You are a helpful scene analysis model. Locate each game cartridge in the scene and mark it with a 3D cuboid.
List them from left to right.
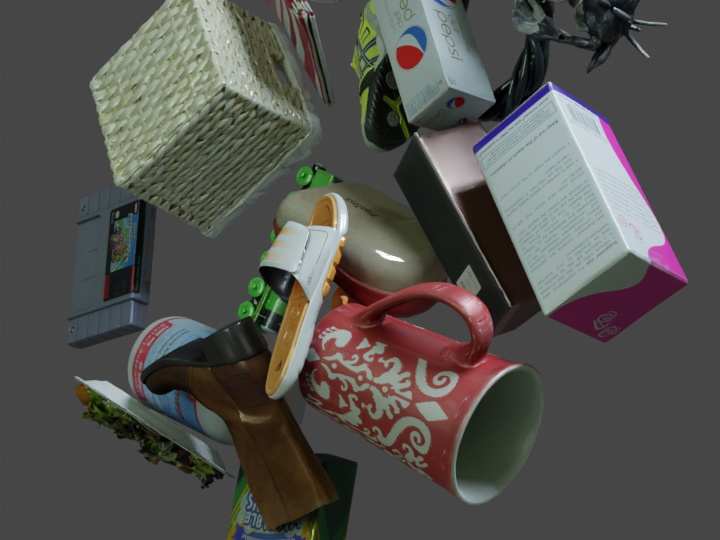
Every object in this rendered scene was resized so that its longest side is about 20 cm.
[{"bbox_3d":[-0.307,-0.013,1.875,0.129,0.038,0.201,-20,60,42],"label":"game cartridge"}]

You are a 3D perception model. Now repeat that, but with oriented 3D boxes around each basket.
[{"bbox_3d":[-0.178,-0.186,1.734,0.200,0.161,0.199,-39,49,23],"label":"basket"}]

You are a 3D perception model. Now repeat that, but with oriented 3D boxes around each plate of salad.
[{"bbox_3d":[-0.221,0.173,1.595,0.200,0.200,0.048,22,76,46],"label":"plate of salad"}]

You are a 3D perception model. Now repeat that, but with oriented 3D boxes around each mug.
[{"bbox_3d":[0.058,0.093,1.387,0.199,0.133,0.178,23,96,37],"label":"mug"}]

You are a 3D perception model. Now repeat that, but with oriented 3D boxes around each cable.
[{"bbox_3d":[0.125,-0.236,1.534,0.163,0.051,0.201,-24,59,35],"label":"cable"}]

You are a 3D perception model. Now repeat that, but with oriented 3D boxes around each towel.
[{"bbox_3d":[-0.081,-0.294,1.710,0.023,0.144,0.201,-22,51,-5],"label":"towel"}]

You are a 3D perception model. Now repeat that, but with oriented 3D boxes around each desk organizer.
[{"bbox_3d":[0.116,-0.040,1.450,0.201,0.077,0.072,63,152,22],"label":"desk organizer"}]

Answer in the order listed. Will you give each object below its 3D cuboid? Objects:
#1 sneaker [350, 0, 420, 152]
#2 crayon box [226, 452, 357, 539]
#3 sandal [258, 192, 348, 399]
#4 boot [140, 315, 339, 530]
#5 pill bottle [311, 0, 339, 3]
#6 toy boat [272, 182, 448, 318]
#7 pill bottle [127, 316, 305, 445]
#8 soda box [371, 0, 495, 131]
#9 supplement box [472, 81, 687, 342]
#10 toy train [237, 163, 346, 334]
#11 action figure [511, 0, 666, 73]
[{"bbox_3d":[0.029,-0.210,1.619,0.076,0.075,0.201,-24,49,47],"label":"sneaker"},{"bbox_3d":[-0.078,0.284,1.520,0.125,0.051,0.201,-5,71,42],"label":"crayon box"},{"bbox_3d":[-0.066,0.015,1.412,0.079,0.059,0.208,-24,46,62],"label":"sandal"},{"bbox_3d":[-0.120,0.159,1.497,0.188,0.068,0.201,-23,94,39],"label":"boot"},{"bbox_3d":[-0.052,-0.407,1.738,0.112,0.112,0.201,-33,52,29],"label":"pill bottle"},{"bbox_3d":[0.000,0.000,1.535,0.200,0.130,0.131,33,127,46],"label":"toy boat"},{"bbox_3d":[-0.152,0.122,1.616,0.199,0.108,0.109,17,85,46],"label":"pill bottle"},{"bbox_3d":[0.066,-0.236,1.508,0.064,0.068,0.201,-38,54,38],"label":"soda box"},{"bbox_3d":[0.195,-0.051,1.364,0.103,0.101,0.201,-40,50,25],"label":"supplement box"},{"bbox_3d":[-0.073,-0.020,1.652,0.056,0.042,0.201,23,89,35],"label":"toy train"},{"bbox_3d":[0.189,-0.265,1.399,0.119,0.199,0.102,-57,33,9],"label":"action figure"}]
